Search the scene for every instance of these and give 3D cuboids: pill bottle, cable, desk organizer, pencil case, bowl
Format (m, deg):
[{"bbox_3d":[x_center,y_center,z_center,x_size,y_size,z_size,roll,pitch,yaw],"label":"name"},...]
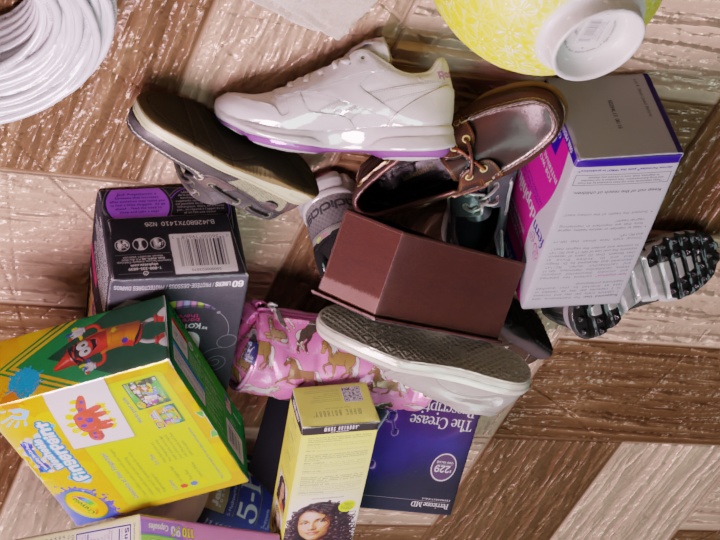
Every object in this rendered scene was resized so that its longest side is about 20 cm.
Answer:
[{"bbox_3d":[-0.167,0.224,1.976,0.120,0.120,0.200,-39,137,25],"label":"pill bottle"},{"bbox_3d":[-0.281,-0.194,1.466,0.200,0.069,0.200,-37,139,25],"label":"cable"},{"bbox_3d":[0.055,0.007,1.725,0.200,0.072,0.077,13,99,-53],"label":"desk organizer"},{"bbox_3d":[-0.023,0.079,1.819,0.199,0.083,0.087,9,158,-22],"label":"pencil case"},{"bbox_3d":[0.166,-0.214,1.560,0.199,0.108,0.200,-16,147,-11],"label":"bowl"}]

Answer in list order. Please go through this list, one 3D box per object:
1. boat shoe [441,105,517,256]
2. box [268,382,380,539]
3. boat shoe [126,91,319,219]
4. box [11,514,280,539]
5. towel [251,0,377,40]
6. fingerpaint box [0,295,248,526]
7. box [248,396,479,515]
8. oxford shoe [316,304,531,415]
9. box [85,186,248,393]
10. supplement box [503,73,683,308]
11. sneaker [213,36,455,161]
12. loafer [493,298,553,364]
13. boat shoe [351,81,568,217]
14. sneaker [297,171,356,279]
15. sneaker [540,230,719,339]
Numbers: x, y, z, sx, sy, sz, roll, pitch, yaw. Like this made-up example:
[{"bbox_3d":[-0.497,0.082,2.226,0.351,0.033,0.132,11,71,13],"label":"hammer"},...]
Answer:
[{"bbox_3d":[0.110,-0.067,1.772,0.072,0.062,0.200,-7,140,-10],"label":"boat shoe"},{"bbox_3d":[-0.035,0.188,1.833,0.075,0.050,0.200,-5,136,-14],"label":"box"},{"bbox_3d":[-0.121,-0.086,1.656,0.200,0.072,0.066,21,123,-44],"label":"boat shoe"},{"bbox_3d":[-0.203,0.293,1.839,0.200,0.097,0.176,-15,159,41],"label":"box"},{"bbox_3d":[-0.005,-0.265,1.512,0.132,0.035,0.200,22,127,-41],"label":"towel"},{"bbox_3d":[-0.207,0.122,1.706,0.166,0.074,0.200,-16,141,9],"label":"fingerpaint box"},{"bbox_3d":[0.008,0.155,1.947,0.199,0.079,0.142,8,107,-29],"label":"box"},{"bbox_3d":[0.052,0.083,1.770,0.199,0.075,0.058,18,127,-9],"label":"oxford shoe"},{"bbox_3d":[-0.174,0.032,1.749,0.122,0.106,0.200,-3,140,-14],"label":"box"},{"bbox_3d":[0.199,-0.068,1.774,0.103,0.101,0.200,-4,140,-16],"label":"supplement box"},{"bbox_3d":[-0.020,-0.143,1.638,0.199,0.100,0.075,3,-176,0],"label":"sneaker"},{"bbox_3d":[0.112,0.052,1.908,0.071,0.073,0.200,-33,139,18],"label":"loafer"},{"bbox_3d":[0.082,-0.095,1.683,0.200,0.070,0.071,-26,105,27],"label":"boat shoe"},{"bbox_3d":[0.000,0.000,1.792,0.073,0.088,0.200,-22,142,6],"label":"sneaker"},{"bbox_3d":[0.253,0.006,1.917,0.200,0.090,0.067,-24,108,-28],"label":"sneaker"}]
